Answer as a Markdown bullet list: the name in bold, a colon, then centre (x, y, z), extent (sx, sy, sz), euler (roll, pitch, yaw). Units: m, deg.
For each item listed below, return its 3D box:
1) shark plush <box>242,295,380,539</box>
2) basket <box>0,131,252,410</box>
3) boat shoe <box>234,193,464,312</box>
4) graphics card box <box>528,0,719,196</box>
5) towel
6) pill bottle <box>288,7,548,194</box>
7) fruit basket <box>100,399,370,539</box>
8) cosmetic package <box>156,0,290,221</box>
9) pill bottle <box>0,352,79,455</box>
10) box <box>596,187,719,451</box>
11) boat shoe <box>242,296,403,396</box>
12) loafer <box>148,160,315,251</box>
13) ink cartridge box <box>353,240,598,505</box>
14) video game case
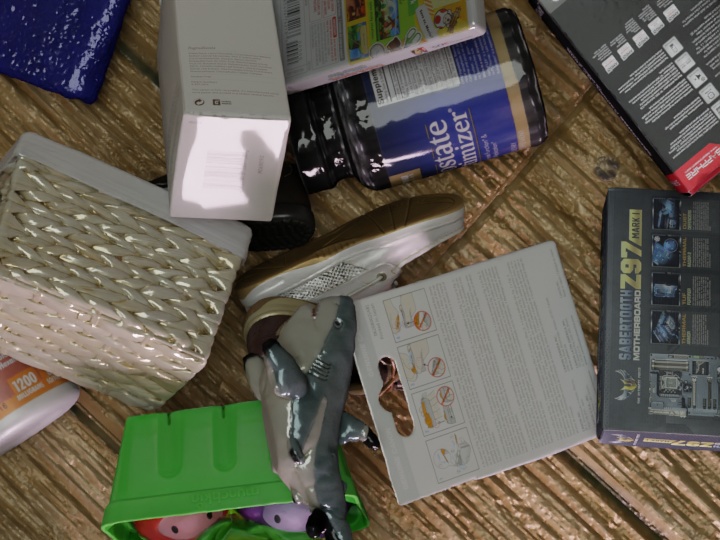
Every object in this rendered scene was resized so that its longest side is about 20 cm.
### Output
- **shark plush**: centre (-0.023, 0.121, 1.230), extent (0.082, 0.091, 0.202), euler (-10, 70, -17)
- **basket**: centre (-0.203, 0.007, 1.294), extent (0.198, 0.135, 0.125), euler (23, 57, -19)
- **boat shoe**: centre (0.000, 0.000, 1.364), extent (0.198, 0.071, 0.070), euler (-23, 107, 8)
- **graphics card box**: centre (0.238, -0.174, 1.308), extent (0.125, 0.051, 0.201), euler (-40, 92, 3)
- **towel**: centre (-0.250, -0.251, 1.401), extent (0.146, 0.050, 0.202), euler (20, 90, 12)
- **pill bottle**: centre (0.041, -0.129, 1.341), extent (0.198, 0.112, 0.113), euler (-16, 87, 3)
- **fruit basket**: centre (-0.092, 0.216, 1.327), extent (0.213, 0.156, 0.218), euler (-2, 70, 5)
- **cosmetic package**: centre (-0.110, -0.145, 1.297), extent (0.084, 0.108, 0.202), euler (2, 47, -12)
- **pill bottle**: centre (-0.322, 0.046, 1.357), extent (0.112, 0.112, 0.201), euler (-33, 86, 2)
- **box**: centre (0.267, 0.038, 1.327), extent (0.155, 0.051, 0.203), euler (2, 72, 3)
- **boat shoe**: centre (0.005, 0.073, 1.329), extent (0.198, 0.072, 0.073), euler (12, 123, -16)
- **loafer**: centre (-0.134, -0.054, 1.378), extent (0.197, 0.073, 0.072), euler (0, 63, 4)
- **ink cartridge box**: centre (0.087, 0.081, 1.323), extent (0.198, 0.050, 0.164), euler (-16, 87, -21)
- **video game case**: centre (0.007, -0.252, 1.294), extent (0.180, 0.023, 0.203), euler (-13, 71, 30)
